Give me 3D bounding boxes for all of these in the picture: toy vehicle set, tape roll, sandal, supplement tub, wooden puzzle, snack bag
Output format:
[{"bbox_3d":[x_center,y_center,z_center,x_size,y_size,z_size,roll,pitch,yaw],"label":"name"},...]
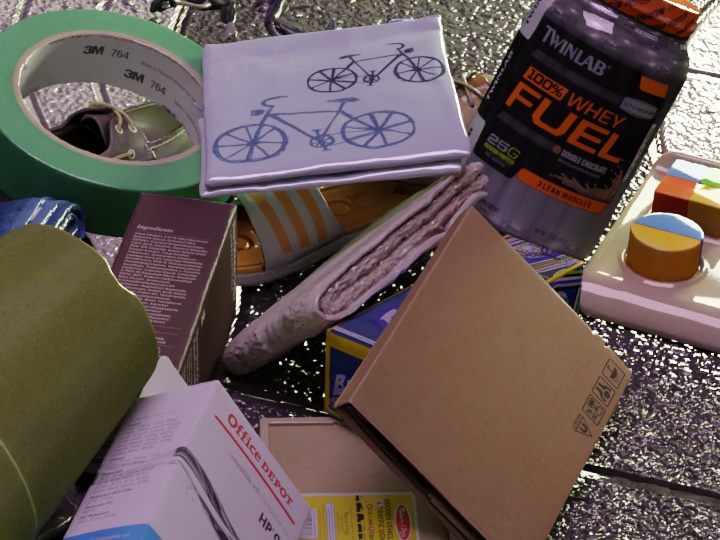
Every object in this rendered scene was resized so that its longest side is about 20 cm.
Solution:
[{"bbox_3d":[-0.001,0.165,1.656,0.124,0.027,0.200,0,37,-3],"label":"toy vehicle set"},{"bbox_3d":[-0.180,-0.108,1.898,0.200,0.048,0.201,11,41,-10],"label":"tape roll"},{"bbox_3d":[-0.034,-0.051,1.916,0.206,0.059,0.079,-20,42,-27],"label":"sandal"},{"bbox_3d":[0.153,-0.117,1.877,0.122,0.201,0.123,25,14,-7],"label":"supplement tub"},{"bbox_3d":[0.270,-0.018,1.899,0.185,0.046,0.200,16,39,17],"label":"wooden puzzle"},{"bbox_3d":[-0.025,-0.117,1.870,0.188,0.021,0.200,-7,35,-1],"label":"snack bag"}]

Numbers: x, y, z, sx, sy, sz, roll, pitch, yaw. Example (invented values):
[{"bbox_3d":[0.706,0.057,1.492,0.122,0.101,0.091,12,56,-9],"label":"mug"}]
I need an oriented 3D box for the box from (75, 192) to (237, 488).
[{"bbox_3d":[-0.134,0.048,1.747,0.075,0.100,0.200,6,38,5],"label":"box"}]

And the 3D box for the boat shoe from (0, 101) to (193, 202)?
[{"bbox_3d":[-0.196,-0.087,1.953,0.201,0.060,0.072,-29,44,-35],"label":"boat shoe"}]

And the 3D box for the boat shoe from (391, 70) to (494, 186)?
[{"bbox_3d":[0.082,-0.115,1.970,0.199,0.074,0.076,-8,39,-30],"label":"boat shoe"}]

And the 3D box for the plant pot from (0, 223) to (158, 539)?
[{"bbox_3d":[-0.221,0.075,1.546,0.200,0.201,0.190,26,52,28],"label":"plant pot"}]

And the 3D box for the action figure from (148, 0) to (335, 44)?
[{"bbox_3d":[-0.071,-0.169,2.015,0.199,0.119,0.102,25,37,13],"label":"action figure"}]

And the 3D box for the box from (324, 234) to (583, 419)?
[{"bbox_3d":[0.064,0.043,1.764,0.070,0.065,0.200,21,32,34],"label":"box"}]

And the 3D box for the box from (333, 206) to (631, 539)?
[{"bbox_3d":[0.082,0.076,1.682,0.164,0.021,0.200,46,47,-13],"label":"box"}]

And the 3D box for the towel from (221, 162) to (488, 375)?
[{"bbox_3d":[0.000,0.000,1.806,0.200,0.132,0.035,-40,94,-38],"label":"towel"}]

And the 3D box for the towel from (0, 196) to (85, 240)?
[{"bbox_3d":[-0.291,-0.004,1.794,0.199,0.049,0.112,-11,27,18],"label":"towel"}]

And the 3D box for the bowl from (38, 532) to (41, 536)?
[{"bbox_3d":[-0.284,0.110,1.640,0.200,0.039,0.201,1,61,-2],"label":"bowl"}]

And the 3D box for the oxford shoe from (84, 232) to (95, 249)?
[{"bbox_3d":[-0.210,0.039,1.789,0.075,0.058,0.200,3,38,-2],"label":"oxford shoe"}]

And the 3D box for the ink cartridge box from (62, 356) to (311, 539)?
[{"bbox_3d":[-0.100,0.149,1.571,0.068,0.116,0.200,-14,35,32],"label":"ink cartridge box"}]
